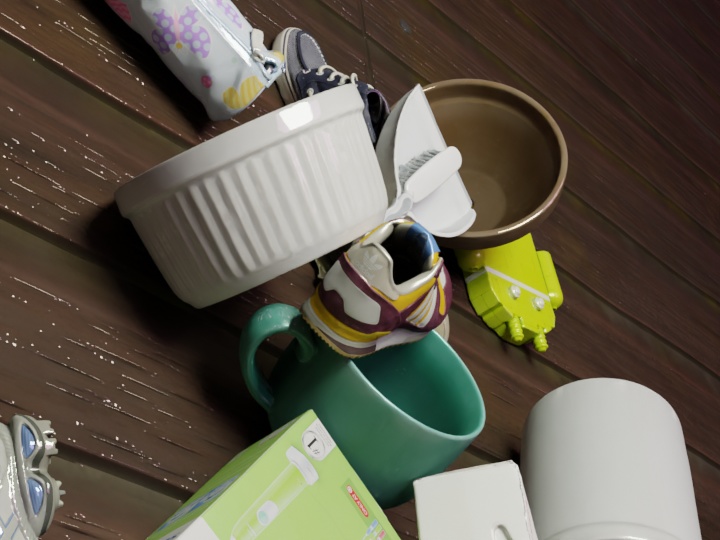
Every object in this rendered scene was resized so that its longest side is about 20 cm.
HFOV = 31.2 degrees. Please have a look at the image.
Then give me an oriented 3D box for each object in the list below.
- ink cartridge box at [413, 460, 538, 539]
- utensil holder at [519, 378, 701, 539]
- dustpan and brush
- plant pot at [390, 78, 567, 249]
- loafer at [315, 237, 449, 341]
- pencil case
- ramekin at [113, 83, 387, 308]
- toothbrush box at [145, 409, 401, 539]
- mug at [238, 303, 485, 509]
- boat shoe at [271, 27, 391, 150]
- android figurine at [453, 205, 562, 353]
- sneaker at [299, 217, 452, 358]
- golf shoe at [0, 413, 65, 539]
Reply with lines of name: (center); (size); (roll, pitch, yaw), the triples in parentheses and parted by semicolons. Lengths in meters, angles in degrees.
ink cartridge box: (0.101, 0.257, 0.964); (0.201, 0.084, 0.147); (72, 10, -51)
utensil holder: (0.224, 0.222, 1.176); (0.170, 0.169, 0.201); (42, 32, -25)
dustpan and brush: (0.044, -0.070, 1.147); (0.200, 0.057, 0.140); (-42, 114, -40)
plant pot: (0.109, -0.091, 1.321); (0.093, 0.199, 0.202); (86, -4, -56)
loafer: (0.000, 0.000, 1.147); (0.200, 0.076, 0.068); (52, 31, 7)
pencil case: (-0.153, -0.220, 1.085); (0.083, 0.091, 0.200); (-47, 106, -14)
ramekin: (-0.074, -0.051, 0.967); (0.200, 0.199, 0.106); (-31, 98, -60)
toothbrush box: (-0.061, 0.207, 0.850); (0.146, 0.086, 0.200); (55, 29, -3)
mug: (-0.009, 0.096, 0.989); (0.185, 0.115, 0.152); (42, 24, 2)
boat shoe: (-0.021, -0.167, 1.241); (0.074, 0.092, 0.202); (15, 51, -49)
android figurine: (0.158, -0.002, 1.407); (0.181, 0.041, 0.201); (26, 42, -43)
sneaker: (0.036, 0.004, 0.957); (0.075, 0.090, 0.200); (45, 25, 9)
golf shoe: (-0.204, 0.178, 0.703); (0.097, 0.078, 0.201); (0, 56, -36)
